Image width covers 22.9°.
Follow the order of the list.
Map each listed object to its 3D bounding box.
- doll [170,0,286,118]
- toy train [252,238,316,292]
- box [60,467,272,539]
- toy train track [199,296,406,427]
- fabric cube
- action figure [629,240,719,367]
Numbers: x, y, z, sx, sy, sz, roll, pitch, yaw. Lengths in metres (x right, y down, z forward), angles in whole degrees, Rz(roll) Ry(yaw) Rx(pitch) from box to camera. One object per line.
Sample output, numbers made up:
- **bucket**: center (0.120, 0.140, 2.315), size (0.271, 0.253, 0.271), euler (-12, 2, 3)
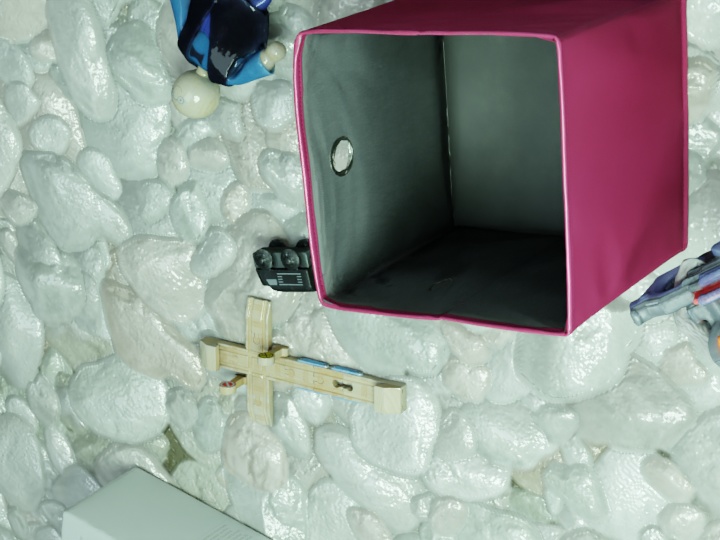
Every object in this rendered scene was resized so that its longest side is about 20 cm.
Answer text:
- **doll**: center (-0.106, -0.210, 1.394), size (0.136, 0.048, 0.200), euler (37, 122, 30)
- **toy train**: center (0.000, 0.000, 1.410), size (0.200, 0.034, 0.046), euler (0, 110, 34)
- **box**: center (-0.164, 0.295, 1.580), size (0.200, 0.106, 0.152), euler (25, 120, 23)
- **toy train track**: center (-0.056, 0.090, 1.480), size (0.200, 0.033, 0.115), euler (11, 113, 29)
- **fabric cube**: center (0.095, -0.086, 1.214), size (0.200, 0.199, 0.196), euler (6, 111, 31)
- **action figure**: center (0.285, 0.008, 1.125), size (0.200, 0.193, 0.105), euler (-28, 91, 37)
